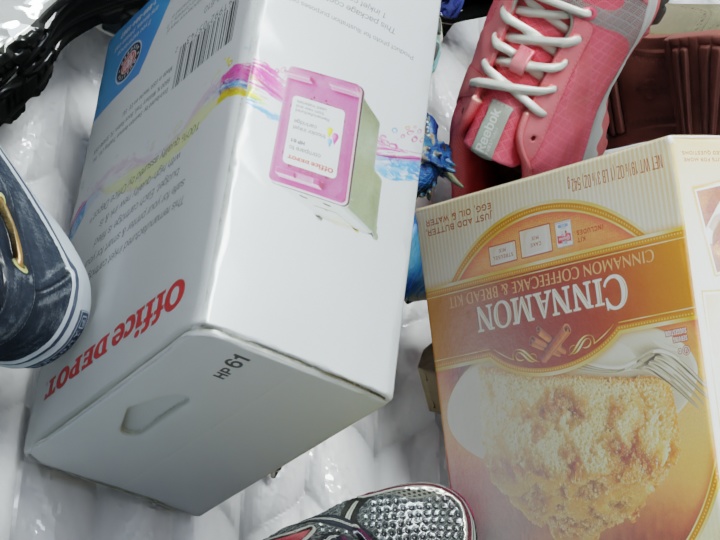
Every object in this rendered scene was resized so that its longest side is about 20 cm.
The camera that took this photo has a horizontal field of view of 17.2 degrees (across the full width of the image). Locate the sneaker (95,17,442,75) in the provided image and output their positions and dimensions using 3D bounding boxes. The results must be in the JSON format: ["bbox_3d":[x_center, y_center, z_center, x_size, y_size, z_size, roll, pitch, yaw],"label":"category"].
[{"bbox_3d":[-0.061,-0.115,1.076,0.200,0.086,0.078,23,78,5],"label":"sneaker"}]

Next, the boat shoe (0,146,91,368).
[{"bbox_3d":[-0.179,-0.050,0.879,0.200,0.071,0.091,47,6,21],"label":"boat shoe"}]

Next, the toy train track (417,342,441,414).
[{"bbox_3d":[0.088,0.000,1.076,0.200,0.033,0.115,-37,125,-34],"label":"toy train track"}]

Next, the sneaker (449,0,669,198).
[{"bbox_3d":[0.082,-0.088,1.068,0.074,0.200,0.087,26,47,18],"label":"sneaker"}]

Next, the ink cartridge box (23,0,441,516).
[{"bbox_3d":[-0.048,-0.024,0.916,0.085,0.145,0.200,24,56,-24],"label":"ink cartridge box"}]

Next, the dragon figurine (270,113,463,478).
[{"bbox_3d":[0.000,0.000,1.025,0.099,0.059,0.200,17,46,-25],"label":"dragon figurine"}]

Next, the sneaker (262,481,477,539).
[{"bbox_3d":[-0.016,0.129,0.883,0.081,0.075,0.200,40,38,17],"label":"sneaker"}]

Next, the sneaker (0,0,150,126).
[{"bbox_3d":[-0.130,-0.133,0.988,0.200,0.074,0.079,-40,73,-22],"label":"sneaker"}]

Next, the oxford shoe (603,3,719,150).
[{"bbox_3d":[0.144,-0.097,1.142,0.075,0.070,0.200,-21,25,-36],"label":"oxford shoe"}]

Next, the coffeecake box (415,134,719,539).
[{"bbox_3d":[0.106,0.060,0.936,0.073,0.153,0.200,-2,82,-38],"label":"coffeecake box"}]

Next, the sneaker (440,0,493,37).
[{"bbox_3d":[-0.001,-0.163,1.142,0.199,0.081,0.115,11,45,-33],"label":"sneaker"}]
